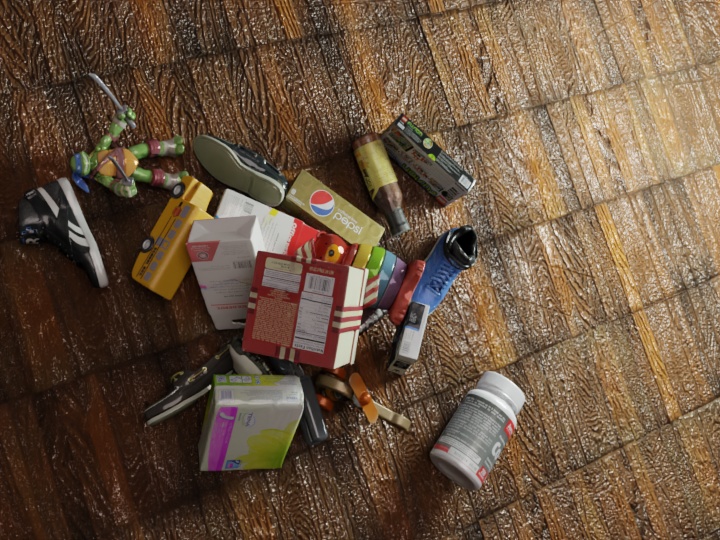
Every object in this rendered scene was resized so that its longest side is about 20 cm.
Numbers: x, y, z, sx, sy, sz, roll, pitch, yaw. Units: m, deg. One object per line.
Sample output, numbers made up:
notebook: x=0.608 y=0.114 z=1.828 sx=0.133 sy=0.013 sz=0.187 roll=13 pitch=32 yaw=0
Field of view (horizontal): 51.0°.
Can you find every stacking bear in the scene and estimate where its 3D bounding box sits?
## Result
stacking bear: x=0.000 y=0.000 z=1.359 sx=0.196 sy=0.114 sz=0.124 roll=25 pitch=88 yaw=-4

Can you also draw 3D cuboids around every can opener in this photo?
can opener: x=-0.120 y=0.213 z=1.344 sx=0.066 sy=0.053 sz=0.204 roll=-9 pitch=72 yaw=-35

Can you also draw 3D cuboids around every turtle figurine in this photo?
turtle figurine: x=-0.380 y=-0.198 z=1.285 sx=0.191 sy=0.202 sz=0.145 roll=-3 pitch=46 yaw=-43

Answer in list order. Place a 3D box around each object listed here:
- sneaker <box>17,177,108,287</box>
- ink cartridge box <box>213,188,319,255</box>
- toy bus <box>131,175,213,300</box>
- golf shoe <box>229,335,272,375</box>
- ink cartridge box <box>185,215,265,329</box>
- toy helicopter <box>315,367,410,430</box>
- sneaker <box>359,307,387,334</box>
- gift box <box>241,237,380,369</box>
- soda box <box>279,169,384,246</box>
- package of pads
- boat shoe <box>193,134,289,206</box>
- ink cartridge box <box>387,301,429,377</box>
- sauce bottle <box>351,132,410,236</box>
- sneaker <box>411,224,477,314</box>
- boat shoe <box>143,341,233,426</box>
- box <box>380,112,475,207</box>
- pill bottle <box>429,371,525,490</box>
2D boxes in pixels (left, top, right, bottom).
sneaker: x=-0.507 y=-0.046 z=1.265 sx=0.110 sy=0.073 sz=0.203 roll=-24 pitch=80 yaw=-20
ink cartridge box: x=-0.180 y=-0.052 z=1.386 sx=0.196 sy=0.067 sz=0.119 roll=24 pitch=72 yaw=-15
toy bus: x=-0.318 y=-0.058 z=1.310 sx=0.203 sy=0.077 sz=0.065 roll=-62 pitch=145 yaw=-8
golf shoe: x=-0.190 y=0.193 z=1.278 sx=0.087 sy=0.202 sz=0.077 roll=-33 pitch=50 yaw=-15
ink cartridge box: x=-0.218 y=0.008 z=1.307 sx=0.113 sy=0.203 sz=0.068 roll=-3 pitch=40 yaw=6
toy helicopter: x=0.009 y=0.237 z=1.365 sx=0.197 sy=0.132 sz=0.080 roll=29 pitch=70 yaw=-13
sneaker: x=-0.004 y=0.052 z=1.438 sx=0.199 sy=0.076 sz=0.116 roll=-37 pitch=87 yaw=-32
gift box: x=-0.075 y=0.050 z=1.244 sx=0.180 sy=0.187 sz=0.205 roll=14 pitch=89 yaw=10
soda box: x=-0.054 y=-0.102 z=1.446 sx=0.198 sy=0.064 sz=0.069 roll=35 pitch=70 yaw=-11
package of pads: x=-0.182 y=0.257 z=1.257 sx=0.151 sy=0.202 sz=0.069 roll=2 pitch=44 yaw=-20
boat shoe: x=-0.216 y=-0.196 z=1.403 sx=0.196 sy=0.075 sz=0.066 roll=29 pitch=39 yaw=7
ink cartridge box: x=0.083 y=0.131 z=1.387 sx=0.038 sy=0.201 sz=0.102 roll=15 pitch=72 yaw=0
sauce bottle: x=0.044 y=-0.169 z=1.496 sx=0.065 sy=0.066 sz=0.204 roll=-19 pitch=85 yaw=-23
sneaker: x=0.166 y=-0.004 z=1.484 sx=0.076 sy=0.111 sz=0.202 roll=36 pitch=69 yaw=-10
boat shoe: x=-0.289 y=0.194 z=1.297 sx=0.199 sy=0.072 sz=0.061 roll=-31 pitch=86 yaw=-30
box: x=0.128 y=-0.218 z=1.514 sx=0.199 sy=0.110 sz=0.035 roll=41 pitch=68 yaw=-9
pill bottle: x=0.228 y=0.304 z=1.444 sx=0.113 sy=0.114 sz=0.201 roll=40 pitch=69 yaw=-8
